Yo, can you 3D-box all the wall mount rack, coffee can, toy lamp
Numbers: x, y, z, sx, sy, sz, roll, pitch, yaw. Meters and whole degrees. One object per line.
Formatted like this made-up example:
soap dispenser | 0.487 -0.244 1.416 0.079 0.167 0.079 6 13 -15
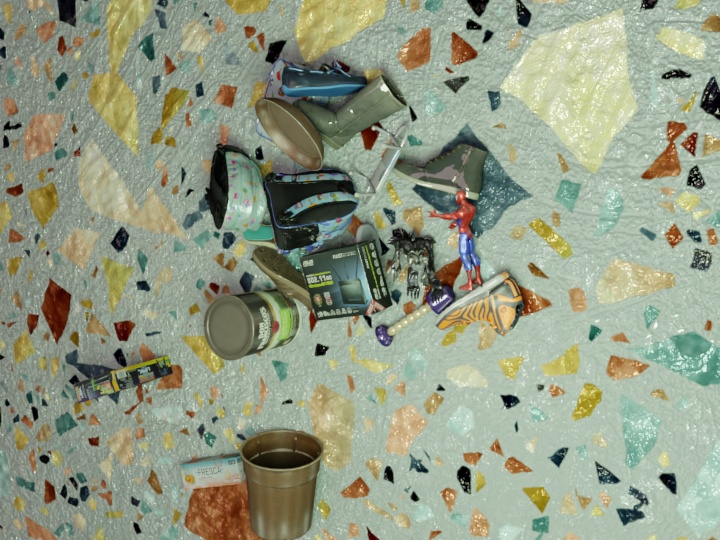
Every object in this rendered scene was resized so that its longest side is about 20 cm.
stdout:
wall mount rack | 0.034 -0.227 1.599 0.074 0.174 0.202 22 109 -19
coffee can | -0.251 0.122 1.755 0.144 0.199 0.149 2 95 28
toy lamp | 0.120 0.097 1.630 0.199 0.058 0.059 -33 78 28

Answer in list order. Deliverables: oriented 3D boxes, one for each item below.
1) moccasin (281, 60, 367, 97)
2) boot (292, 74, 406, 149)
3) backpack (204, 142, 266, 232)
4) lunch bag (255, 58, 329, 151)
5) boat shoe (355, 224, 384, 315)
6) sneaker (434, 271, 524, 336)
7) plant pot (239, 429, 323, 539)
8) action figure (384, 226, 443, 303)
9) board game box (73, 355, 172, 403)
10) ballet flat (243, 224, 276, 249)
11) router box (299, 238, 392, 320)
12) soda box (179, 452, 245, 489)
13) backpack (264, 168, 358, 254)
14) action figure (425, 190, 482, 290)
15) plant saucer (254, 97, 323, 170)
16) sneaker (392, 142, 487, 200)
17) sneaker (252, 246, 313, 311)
moccasin | -0.076 -0.424 1.632 0.080 0.197 0.069 -18 79 62
boot | -0.025 -0.360 1.623 0.198 0.181 0.074 -25 56 35
backpack | -0.297 -0.183 1.769 0.201 0.125 0.169 -111 29 -46
lunch bag | -0.161 -0.389 1.743 0.159 0.075 0.202 30 108 26
boat shoe | 0.003 0.000 1.686 0.085 0.074 0.205 -4 99 42
sneaker | 0.250 0.098 1.544 0.199 0.077 0.113 -36 81 31
plant pot | -0.188 0.512 1.763 0.198 0.200 0.202 10 106 28
action figure | 0.112 -0.009 1.582 0.117 0.201 0.103 4 124 -11
board game box | -0.628 0.289 1.979 0.164 0.199 0.058 -21 85 29
ballet flat | -0.190 -0.076 1.788 0.197 0.069 0.071 11 99 28
router box | -0.034 0.023 1.633 0.198 0.062 0.152 -11 97 45
soda box | -0.373 0.519 1.930 0.198 0.063 0.070 -14 87 28
backpack | -0.106 -0.139 1.681 0.136 0.197 0.184 91 163 -48
action figure | 0.197 -0.067 1.553 0.098 0.065 0.203 7 110 38
plant saucer | -0.149 -0.304 1.629 0.199 0.201 0.035 36 73 22
sneaker | 0.169 -0.224 1.576 0.197 0.075 0.108 17 97 18
sneaker | -0.182 0.027 1.766 0.199 0.070 0.076 36 131 7
